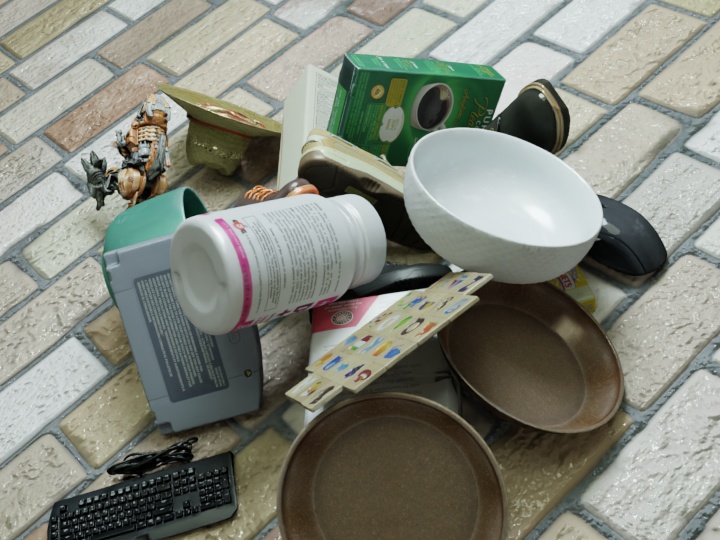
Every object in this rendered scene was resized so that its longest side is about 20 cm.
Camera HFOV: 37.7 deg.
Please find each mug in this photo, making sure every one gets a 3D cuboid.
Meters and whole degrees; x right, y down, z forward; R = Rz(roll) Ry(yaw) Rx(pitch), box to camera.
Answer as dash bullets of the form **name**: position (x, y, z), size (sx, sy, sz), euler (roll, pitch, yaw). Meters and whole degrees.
- **mug**: position (-0.217, 0.008, 1.171), size (0.113, 0.153, 0.186), euler (-19, 43, 6)

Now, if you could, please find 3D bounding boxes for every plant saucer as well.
- **plant saucer**: position (0.028, 0.201, 0.908), size (0.198, 0.203, 0.037), euler (-8, 5, 12)
- **plant saucer**: position (0.155, 0.081, 1.007), size (0.198, 0.037, 0.202), euler (16, 41, -14)

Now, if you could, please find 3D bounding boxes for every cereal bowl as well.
- **cereal bowl**: position (0.133, -0.053, 1.046), size (0.198, 0.084, 0.201), euler (11, 36, -8)

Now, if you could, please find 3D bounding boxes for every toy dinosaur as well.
- **toy dinosaur**: position (-0.283, -0.115, 1.314), size (0.135, 0.102, 0.202), euler (2, 63, 55)

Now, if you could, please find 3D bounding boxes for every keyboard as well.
- **keyboard**: position (-0.223, 0.222, 1.054), size (0.198, 0.040, 0.105), euler (-17, 46, 2)

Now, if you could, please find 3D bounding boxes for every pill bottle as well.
- **pill bottle**: position (-0.077, -0.013, 1.041), size (0.199, 0.114, 0.113), euler (-15, 36, -39)

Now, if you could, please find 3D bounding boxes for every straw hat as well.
- **straw hat**: position (-0.186, -0.170, 1.369), size (0.200, 0.200, 0.086), euler (27, 104, 36)

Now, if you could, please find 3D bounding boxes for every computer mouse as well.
- **computer mouse**: position (0.218, -0.047, 1.116), size (0.199, 0.046, 0.140), euler (34, 52, 30)

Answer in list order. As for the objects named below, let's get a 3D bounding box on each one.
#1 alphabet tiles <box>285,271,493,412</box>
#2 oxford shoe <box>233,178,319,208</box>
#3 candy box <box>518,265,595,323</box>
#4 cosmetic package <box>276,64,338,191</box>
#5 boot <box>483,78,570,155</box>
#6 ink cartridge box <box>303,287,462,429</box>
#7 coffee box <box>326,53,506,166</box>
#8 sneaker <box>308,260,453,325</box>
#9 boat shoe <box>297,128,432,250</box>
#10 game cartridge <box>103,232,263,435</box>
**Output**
- **alphabet tiles**: position (0.024, 0.060, 0.944), size (0.199, 0.006, 0.166), euler (-36, 10, -14)
- **oxford shoe**: position (-0.109, -0.063, 1.173), size (0.071, 0.200, 0.073), euler (-21, 81, -33)
- **candy box**: position (0.172, -0.018, 1.151), size (0.101, 0.027, 0.201), euler (-16, 45, -2)
- **cosmetic package**: position (-0.040, -0.146, 1.278), size (0.073, 0.103, 0.201), euler (-49, 28, 38)
- **boot**: position (0.140, -0.126, 1.159), size (0.138, 0.200, 0.078), euler (-29, 80, -16)
- **ink cartridge box**: position (0.025, 0.124, 1.028), size (0.144, 0.085, 0.201), euler (-8, 44, 11)
- **coffee box**: position (0.062, -0.181, 1.217), size (0.198, 0.124, 0.044), euler (-3, 35, -27)
- **sneaker**: position (0.001, 0.002, 1.167), size (0.198, 0.060, 0.105), euler (-17, 50, 8)
- **boat shoe**: position (0.023, -0.096, 1.170), size (0.071, 0.199, 0.077), euler (-35, 34, 38)
- **game cartridge**: position (-0.175, 0.060, 1.096), size (0.132, 0.202, 0.042), euler (-15, 9, 0)
